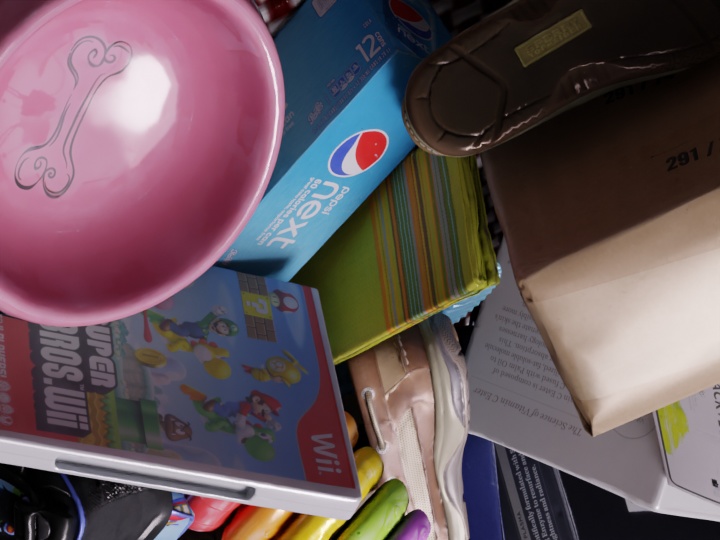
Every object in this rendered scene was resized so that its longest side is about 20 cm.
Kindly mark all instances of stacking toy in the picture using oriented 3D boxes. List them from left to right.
[{"bbox_3d":[-0.006,0.135,1.095,0.116,0.200,0.110,-50,177,42],"label":"stacking toy"}]

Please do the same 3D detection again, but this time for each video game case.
[{"bbox_3d":[-0.102,0.043,1.002,0.199,0.143,0.017,13,129,-24],"label":"video game case"}]

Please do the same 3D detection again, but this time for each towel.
[{"bbox_3d":[0.000,0.000,1.113,0.018,0.087,0.200,7,157,-35],"label":"towel"}]

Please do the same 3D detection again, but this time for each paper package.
[{"bbox_3d":[0.166,-0.041,1.031,0.199,0.191,0.104,-24,121,9],"label":"paper package"}]

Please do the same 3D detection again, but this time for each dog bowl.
[{"bbox_3d":[-0.119,-0.065,0.921,0.199,0.074,0.201,-22,130,-29],"label":"dog bowl"}]

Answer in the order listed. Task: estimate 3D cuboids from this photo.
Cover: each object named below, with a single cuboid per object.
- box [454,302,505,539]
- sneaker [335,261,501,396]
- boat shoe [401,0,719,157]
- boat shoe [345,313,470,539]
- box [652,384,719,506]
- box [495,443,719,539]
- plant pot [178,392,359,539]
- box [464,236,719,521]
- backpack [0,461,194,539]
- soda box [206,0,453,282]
[{"bbox_3d":[0.064,0.119,1.319,0.032,0.201,0.121,-1,152,-3],"label":"box"},{"bbox_3d":[-0.002,0.013,1.212,0.076,0.081,0.200,1,150,-45],"label":"sneaker"},{"bbox_3d":[0.109,-0.114,1.023,0.199,0.072,0.076,-22,179,-5],"label":"boat shoe"},{"bbox_3d":[0.019,0.113,1.190,0.071,0.076,0.201,-7,120,-10],"label":"boat shoe"},{"bbox_3d":[0.230,0.019,1.121,0.200,0.060,0.117,-44,134,-30],"label":"box"},{"bbox_3d":[0.126,0.171,1.475,0.196,0.118,0.200,4,154,-45],"label":"box"},{"bbox_3d":[-0.067,0.168,1.283,0.197,0.201,0.201,-23,151,-27],"label":"plant pot"},{"bbox_3d":[0.161,0.021,1.210,0.106,0.152,0.201,14,95,-52],"label":"box"},{"bbox_3d":[-0.204,0.092,1.045,0.183,0.200,0.134,-49,161,25],"label":"backpack"},{"bbox_3d":[-0.037,-0.057,1.083,0.068,0.064,0.200,11,131,-49],"label":"soda box"}]
